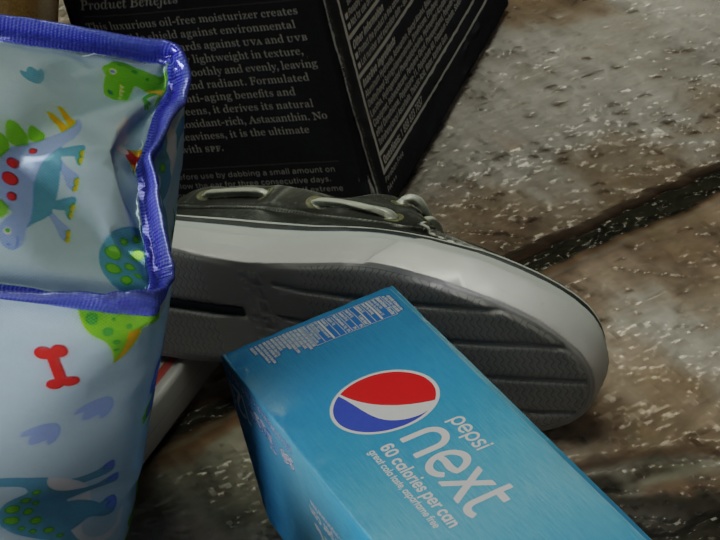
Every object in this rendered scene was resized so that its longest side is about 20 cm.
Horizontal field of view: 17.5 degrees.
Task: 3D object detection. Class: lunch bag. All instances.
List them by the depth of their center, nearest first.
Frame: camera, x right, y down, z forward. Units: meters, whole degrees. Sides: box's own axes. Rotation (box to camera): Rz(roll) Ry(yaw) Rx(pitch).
[{"bbox_3d":[-0.160,0.011,0.711,0.200,0.170,0.128,8,51,-7],"label":"lunch bag"}]

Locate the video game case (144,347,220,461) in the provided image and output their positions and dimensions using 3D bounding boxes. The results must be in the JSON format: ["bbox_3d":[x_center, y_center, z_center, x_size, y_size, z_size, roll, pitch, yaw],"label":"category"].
[{"bbox_3d":[-0.153,0.041,0.883,0.200,0.017,0.143,2,33,26],"label":"video game case"}]

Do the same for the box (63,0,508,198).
[{"bbox_3d":[-0.036,-0.153,0.982,0.123,0.199,0.200,-1,31,22],"label":"box"}]

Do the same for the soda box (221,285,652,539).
[{"bbox_3d":[0.027,0.081,0.683,0.064,0.068,0.200,-21,30,-14],"label":"soda box"}]

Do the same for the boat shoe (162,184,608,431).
[{"bbox_3d":[0.000,0.000,0.816,0.200,0.072,0.071,13,42,27],"label":"boat shoe"}]

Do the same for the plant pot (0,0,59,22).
[{"bbox_3d":[-0.137,-0.068,0.867,0.027,0.200,0.200,4,25,-16],"label":"plant pot"}]
